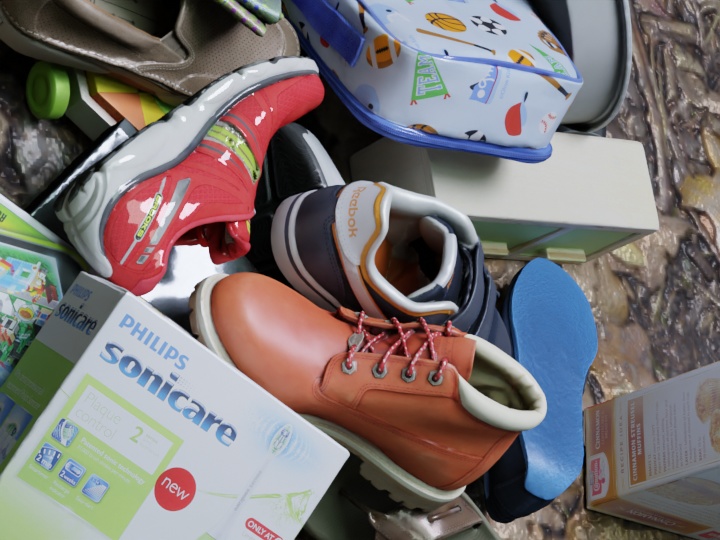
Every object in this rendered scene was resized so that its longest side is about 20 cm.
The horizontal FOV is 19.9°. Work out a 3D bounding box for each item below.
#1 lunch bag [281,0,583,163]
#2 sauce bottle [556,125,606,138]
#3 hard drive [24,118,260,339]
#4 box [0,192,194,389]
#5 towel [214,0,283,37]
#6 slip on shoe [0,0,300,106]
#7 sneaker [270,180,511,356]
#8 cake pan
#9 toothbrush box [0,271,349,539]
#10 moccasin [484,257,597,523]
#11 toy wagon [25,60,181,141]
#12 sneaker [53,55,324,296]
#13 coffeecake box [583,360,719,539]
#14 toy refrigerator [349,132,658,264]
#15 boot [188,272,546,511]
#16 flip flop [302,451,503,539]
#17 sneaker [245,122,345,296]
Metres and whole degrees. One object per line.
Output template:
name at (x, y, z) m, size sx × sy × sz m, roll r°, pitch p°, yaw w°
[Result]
lunch bag at (0.031, -0.144, 1.248) m, size 0.159 × 0.076 × 0.200 m, roll 4°, pitch 31°, yaw -33°
sauce bottle at (0.149, -0.176, 1.429) m, size 0.066 × 0.066 × 0.202 m, roll 20°, pitch 63°, yaw -33°
hard drive at (-0.112, 0.037, 1.119) m, size 0.200 × 0.033 × 0.140 m, roll 49°, pitch 61°, yaw -14°
box at (-0.194, 0.022, 1.036) m, size 0.200 × 0.035 × 0.111 m, roll 37°, pitch 73°, yaw -18°
towel at (-0.105, -0.211, 1.178) m, size 0.143 × 0.023 × 0.200 m, roll 38°, pitch 16°, yaw -19°
slip on shoe at (-0.108, -0.141, 1.139) m, size 0.199 × 0.060 × 0.077 m, roll 13°, pitch 64°, yaw -36°
sneaker at (0.040, 0.016, 1.157) m, size 0.200 × 0.079 × 0.079 m, roll 35°, pitch 54°, yaw -42°
cake pan at (0.107, -0.181, 1.318) m, size 0.036 × 0.200 × 0.202 m, roll -19°, pitch 85°, yaw -18°
toothbrush box at (-0.126, 0.126, 0.995) m, size 0.145 × 0.086 × 0.201 m, roll 38°, pitch 80°, yaw -23°
moccasin at (0.097, 0.071, 1.275) m, size 0.080 × 0.068 × 0.201 m, roll 33°, pitch 37°, yaw -12°
toy wagon at (-0.131, -0.158, 1.195) m, size 0.154 × 0.039 × 0.202 m, roll -3°, pitch 75°, yaw -42°
sneaker at (-0.081, -0.048, 1.093) m, size 0.200 × 0.077 × 0.085 m, roll -40°, pitch 98°, yaw -43°
coffeecake box at (0.266, 0.113, 1.315) m, size 0.153 × 0.199 × 0.074 m, roll 18°, pitch 62°, yaw -35°
toy refrigerator at (0.095, -0.046, 1.320) m, size 0.199 × 0.076 × 0.071 m, roll 3°, pitch 71°, yaw -41°
boot at (0.006, 0.047, 1.093) m, size 0.199 × 0.107 × 0.075 m, roll 32°, pitch 45°, yaw -25°
flip flop at (0.037, 0.158, 1.178) m, size 0.081 × 0.058 × 0.200 m, roll -47°, pitch 117°, yaw -5°
sneaker at (0.000, 0.000, 1.233) m, size 0.115 × 0.075 × 0.202 m, roll -26°, pitch 98°, yaw -52°
